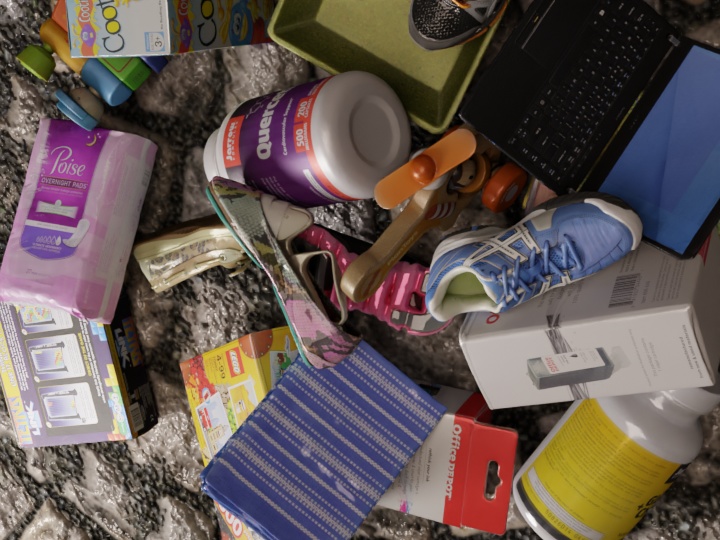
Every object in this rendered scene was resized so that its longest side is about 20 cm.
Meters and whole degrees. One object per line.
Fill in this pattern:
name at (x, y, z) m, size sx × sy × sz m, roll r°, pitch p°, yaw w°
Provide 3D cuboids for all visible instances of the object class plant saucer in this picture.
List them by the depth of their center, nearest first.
plant saucer at (0.040, -0.257, 1.036) m, size 0.200 × 0.048 × 0.200 m, roll 32°, pitch 113°, yaw 13°

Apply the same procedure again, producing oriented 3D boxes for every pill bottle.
pill bottle at (0.233, 0.156, 1.025) m, size 0.112 × 0.112 × 0.200 m, roll 38°, pitch 115°, yaw 10°
pill bottle at (-0.056, -0.113, 1.060) m, size 0.200 × 0.112 × 0.113 m, roll -6°, pitch 102°, yaw 45°

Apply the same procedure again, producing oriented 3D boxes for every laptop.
laptop at (0.217, -0.138, 0.921) m, size 0.200 × 0.103 × 0.178 m, roll 36°, pitch 86°, yaw -19°

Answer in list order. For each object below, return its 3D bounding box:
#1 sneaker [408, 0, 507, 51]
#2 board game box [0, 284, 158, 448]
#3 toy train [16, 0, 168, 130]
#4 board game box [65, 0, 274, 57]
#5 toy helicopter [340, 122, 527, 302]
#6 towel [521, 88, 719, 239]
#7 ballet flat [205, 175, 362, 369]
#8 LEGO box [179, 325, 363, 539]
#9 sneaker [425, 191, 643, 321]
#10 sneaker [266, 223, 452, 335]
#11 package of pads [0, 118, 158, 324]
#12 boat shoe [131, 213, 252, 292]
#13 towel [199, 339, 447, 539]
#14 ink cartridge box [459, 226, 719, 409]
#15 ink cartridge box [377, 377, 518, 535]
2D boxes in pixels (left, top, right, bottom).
sneaker at (0.104, -0.262, 0.939) m, size 0.078 × 0.077 × 0.200 m, roll 45°, pitch 117°, yaw 5°
board game box at (-0.328, 0.092, 1.278) m, size 0.165 × 0.057 × 0.201 m, roll -7°, pitch 100°, yaw 26°
toy train at (-0.300, -0.241, 1.142) m, size 0.200 × 0.085 × 0.116 m, roll 42°, pitch 89°, yaw 8°
board game box at (-0.167, -0.252, 1.040) m, size 0.103 × 0.200 × 0.105 m, roll 3°, pitch 105°, yaw 22°
toy helicopter at (0.054, -0.054, 0.992) m, size 0.079 × 0.132 × 0.200 m, roll 40°, pitch 86°, yaw 20°
towel at (0.250, -0.085, 1.006) m, size 0.199 × 0.023 × 0.144 m, roll 18°, pitch 109°, yaw 17°
ballet flat at (-0.060, -0.009, 1.022) m, size 0.071 × 0.069 × 0.201 m, roll -30°, pitch 90°, yaw 15°
LEGO box at (-0.091, 0.168, 1.133) m, size 0.149 × 0.077 × 0.201 m, roll -24°, pitch 78°, yaw 51°
sneaker at (0.138, -0.003, 0.934) m, size 0.200 × 0.077 × 0.076 m, roll -21°, pitch 117°, yaw 38°
sneaker at (0.000, 0.000, 1.089) m, size 0.199 × 0.095 × 0.079 m, roll 22°, pitch 108°, yaw 7°
package of pads at (-0.290, -0.051, 1.174) m, size 0.120 × 0.076 × 0.201 m, roll 10°, pitch 82°, yaw 23°
boat shoe at (-0.145, -0.023, 1.167) m, size 0.199 × 0.073 × 0.063 m, roll -10°, pitch 106°, yaw 36°
towel at (-0.033, 0.160, 1.047) m, size 0.145 × 0.024 × 0.200 m, roll 39°, pitch 78°, yaw -1°
ink cartridge box at (0.201, 0.035, 0.972) m, size 0.199 × 0.146 × 0.085 m, roll -9°, pitch 119°, yaw 30°
ink cartridge box at (0.061, 0.174, 1.127) m, size 0.199 × 0.067 × 0.117 m, roll 12°, pitch 108°, yaw 20°
